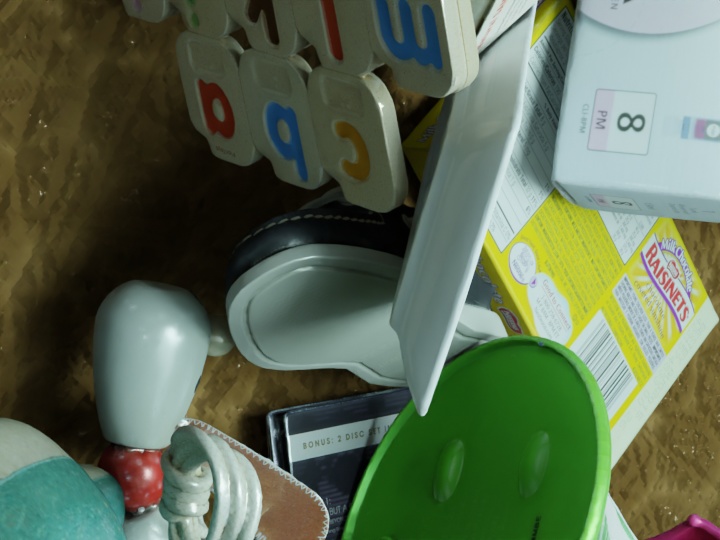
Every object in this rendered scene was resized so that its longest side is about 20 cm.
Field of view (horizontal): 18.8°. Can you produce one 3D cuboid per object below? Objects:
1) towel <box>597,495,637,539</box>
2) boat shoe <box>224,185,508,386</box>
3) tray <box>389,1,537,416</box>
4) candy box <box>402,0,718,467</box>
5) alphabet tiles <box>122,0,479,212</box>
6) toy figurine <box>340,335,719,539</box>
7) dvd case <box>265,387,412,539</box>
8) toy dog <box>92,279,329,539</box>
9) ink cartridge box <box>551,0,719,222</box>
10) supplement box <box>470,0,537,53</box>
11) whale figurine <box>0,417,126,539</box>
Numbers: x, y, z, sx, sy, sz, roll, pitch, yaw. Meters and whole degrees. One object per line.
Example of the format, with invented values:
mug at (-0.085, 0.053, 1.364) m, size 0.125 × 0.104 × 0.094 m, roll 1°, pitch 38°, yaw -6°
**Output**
towel at (0.125, 0.210, 0.989) m, size 0.153 × 0.023 × 0.201 m, roll 55°, pitch 28°, yaw -37°
boat shoe at (0.000, 0.000, 0.834) m, size 0.200 × 0.074 × 0.061 m, roll 16°, pitch 50°, yaw -62°
tray at (0.036, -0.040, 0.770) m, size 0.022 × 0.200 × 0.108 m, roll 16°, pitch 115°, yaw 0°
candy box at (0.093, -0.014, 0.960) m, size 0.102 × 0.026 × 0.201 m, roll -51°, pitch 129°, yaw -27°
alphabet tiles at (-0.035, -0.120, 0.715) m, size 0.015 × 0.199 × 0.197 m, roll -27°, pitch 119°, yaw -31°
toy figurine at (0.099, 0.155, 0.867) m, size 0.183 × 0.150 × 0.201 m, roll 30°, pitch 65°, yaw -31°
dvd case at (0.028, 0.150, 0.930) m, size 0.148 × 0.016 × 0.202 m, roll -8°, pitch 93°, yaw -43°
toy dog at (-0.056, 0.107, 0.825) m, size 0.096 × 0.132 × 0.201 m, roll -7°, pitch 127°, yaw -34°
ink cartridge box at (0.187, -0.100, 0.884) m, size 0.057 × 0.198 × 0.164 m, roll 30°, pitch 68°, yaw -64°
supplement box at (0.085, -0.174, 0.724) m, size 0.074 × 0.126 × 0.200 m, roll 44°, pitch 67°, yaw 7°
whale figurine at (-0.132, 0.135, 0.745) m, size 0.159 × 0.104 × 0.200 m, roll -41°, pitch 163°, yaw -22°
